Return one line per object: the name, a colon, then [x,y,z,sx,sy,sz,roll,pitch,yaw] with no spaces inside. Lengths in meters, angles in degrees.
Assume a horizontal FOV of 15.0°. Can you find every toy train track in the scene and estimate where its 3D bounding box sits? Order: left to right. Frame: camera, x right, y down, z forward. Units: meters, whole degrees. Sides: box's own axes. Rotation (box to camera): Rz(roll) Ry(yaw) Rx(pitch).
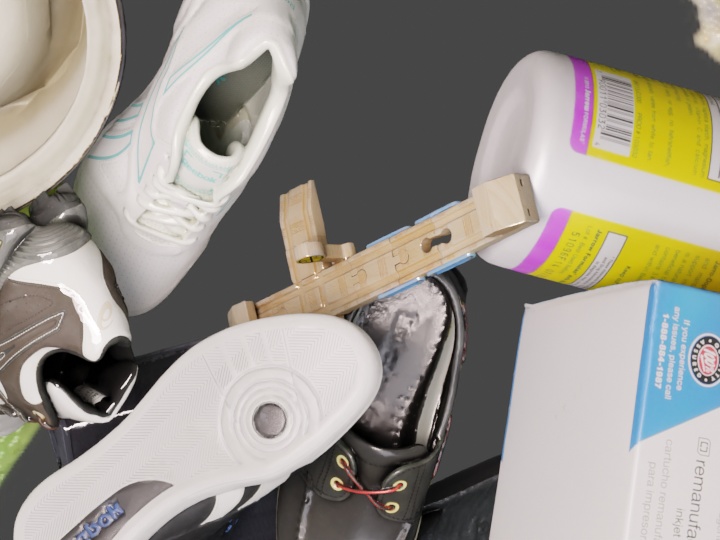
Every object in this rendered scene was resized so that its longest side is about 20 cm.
toy train track: [0.000,0.000,1.279,0.033,0.115,0.200,2,160,-45]

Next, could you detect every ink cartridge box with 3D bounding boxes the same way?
ink cartridge box: [0.183,0.099,1.263,0.200,0.145,0.147,12,79,-20]

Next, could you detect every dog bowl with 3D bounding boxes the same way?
dog bowl: [-0.205,-0.118,1.233,0.200,0.074,0.200,-1,122,-2]

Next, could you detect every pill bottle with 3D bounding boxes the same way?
pill bottle: [0.159,-0.030,1.295,0.200,0.104,0.104,15,120,-13]

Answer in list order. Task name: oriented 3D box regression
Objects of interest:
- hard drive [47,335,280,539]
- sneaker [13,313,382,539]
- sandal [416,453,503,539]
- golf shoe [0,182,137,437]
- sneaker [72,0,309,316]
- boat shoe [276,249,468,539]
hard drive: [-0.078,0.130,1.415,0.135,0.042,0.200,-15,122,5]
sneaker: [-0.064,0.084,1.308,0.200,0.112,0.073,-32,76,15]
sandal: [0.021,0.155,1.398,0.200,0.048,0.075,-28,125,-10]
golf shoe: [-0.155,0.047,1.292,0.078,0.095,0.200,-29,163,-25]
sneaker: [-0.084,-0.052,1.280,0.070,0.080,0.200,19,120,-17]
boat shoe: [0.003,0.086,1.338,0.074,0.063,0.202,16,97,1]
